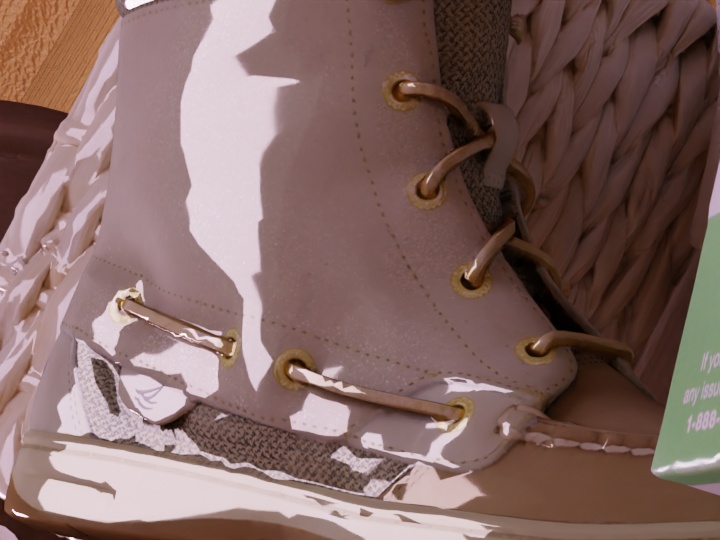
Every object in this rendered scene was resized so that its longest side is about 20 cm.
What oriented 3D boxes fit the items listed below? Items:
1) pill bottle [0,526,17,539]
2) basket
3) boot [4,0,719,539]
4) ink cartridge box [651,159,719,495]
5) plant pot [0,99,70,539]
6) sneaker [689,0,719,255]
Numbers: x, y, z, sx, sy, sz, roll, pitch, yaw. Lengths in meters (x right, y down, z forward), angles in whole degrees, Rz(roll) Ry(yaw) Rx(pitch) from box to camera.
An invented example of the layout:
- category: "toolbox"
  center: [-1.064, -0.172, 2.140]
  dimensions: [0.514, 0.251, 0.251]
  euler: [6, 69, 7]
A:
- category: "pill bottle"
  center: [-0.110, 0.049, 1.207]
  dimensions: [0.112, 0.112, 0.200]
  euler: [-50, 17, 47]
- category: "basket"
  center: [0.000, 0.000, 0.699]
  dimensions: [0.136, 0.123, 0.200]
  euler: [25, 87, 44]
- category: "boot"
  center: [0.024, -0.012, 0.567]
  dimensions: [0.200, 0.072, 0.155]
  euler: [3, 80, 30]
- category: "ink cartridge box"
  center: [0.126, -0.058, 0.421]
  dimensions: [0.145, 0.087, 0.200]
  euler: [156, 131, -72]
- category: "plant pot"
  center: [-0.118, 0.060, 0.857]
  dimensions: [0.200, 0.200, 0.175]
  euler: [-60, 14, 9]
- category: "sneaker"
  center: [0.101, -0.041, 0.629]
  dimensions: [0.200, 0.075, 0.089]
  euler: [-81, 10, -54]
